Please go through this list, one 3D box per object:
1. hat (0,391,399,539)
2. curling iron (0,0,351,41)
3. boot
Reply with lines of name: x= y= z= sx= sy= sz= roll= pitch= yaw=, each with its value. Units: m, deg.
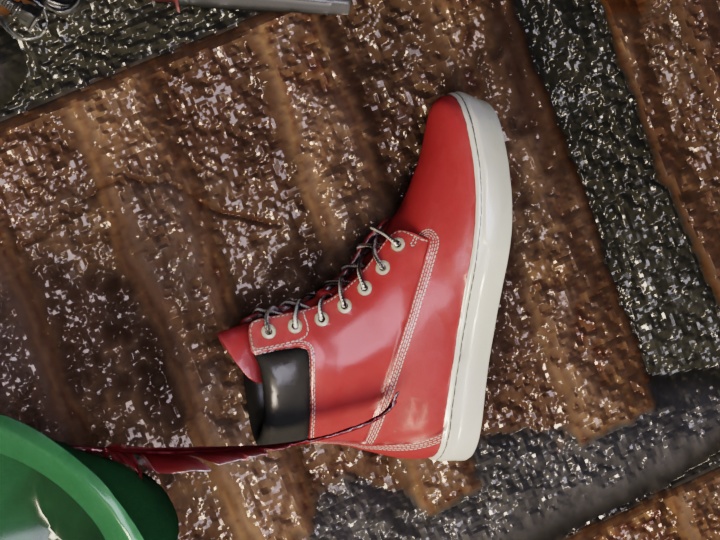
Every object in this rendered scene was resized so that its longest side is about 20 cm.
hat: x=-0.125 y=0.116 z=1.555 sx=0.200 sy=0.176 sz=0.166 roll=30 pitch=128 yaw=15
curling iron: x=-0.101 y=-0.142 z=1.545 sx=0.199 sy=0.026 sz=0.050 roll=0 pitch=58 yaw=-20
boot: x=0.000 y=0.000 z=1.570 sx=0.144 sy=0.072 sz=0.201 roll=5 pitch=97 yaw=-15
